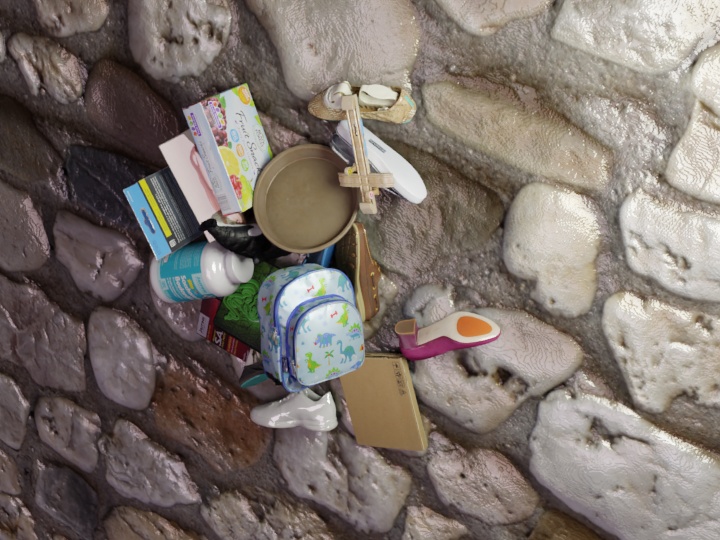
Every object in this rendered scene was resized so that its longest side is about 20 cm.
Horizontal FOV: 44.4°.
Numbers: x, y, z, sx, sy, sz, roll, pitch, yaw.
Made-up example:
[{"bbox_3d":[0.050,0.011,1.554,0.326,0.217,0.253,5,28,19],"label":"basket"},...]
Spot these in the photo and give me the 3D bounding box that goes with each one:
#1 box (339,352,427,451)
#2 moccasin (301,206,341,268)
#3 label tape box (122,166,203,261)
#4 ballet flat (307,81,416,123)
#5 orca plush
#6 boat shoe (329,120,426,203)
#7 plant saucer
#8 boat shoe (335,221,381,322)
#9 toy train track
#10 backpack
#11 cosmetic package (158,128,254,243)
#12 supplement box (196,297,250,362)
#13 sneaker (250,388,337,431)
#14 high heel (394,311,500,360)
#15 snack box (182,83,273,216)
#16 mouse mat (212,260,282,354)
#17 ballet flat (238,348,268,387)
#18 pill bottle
[{"bbox_3d":[0.038,0.255,1.724,0.161,0.021,0.204,-1,112,35],"label":"box"},{"bbox_3d":[-0.085,-0.038,1.631,0.067,0.080,0.202,30,122,11],"label":"moccasin"},{"bbox_3d":[-0.373,-0.113,1.682,0.062,0.200,0.146,-17,104,35],"label":"label tape box"},{"bbox_3d":[-0.003,-0.289,1.477,0.196,0.072,0.066,5,154,20],"label":"ballet flat"},{"bbox_3d":[-0.195,-0.050,1.614,0.105,0.198,0.072,-40,51,23],"label":"orca plush"},{"bbox_3d":[0.026,-0.174,1.514,0.199,0.072,0.068,41,125,8],"label":"boat shoe"},{"bbox_3d":[-0.094,-0.126,1.565,0.195,0.030,0.205,-2,75,9],"label":"plant saucer"},{"bbox_3d":[0.000,0.001,1.613,0.072,0.067,0.204,29,130,49],"label":"boat shoe"},{"bbox_3d":[-0.006,-0.188,1.465,0.113,0.032,0.204,5,115,36],"label":"toy train track"},{"bbox_3d":[-0.082,0.096,1.557,0.146,0.180,0.205,12,113,58],"label":"backpack"},{"bbox_3d":[-0.287,-0.166,1.660,0.086,0.103,0.203,-26,100,7],"label":"cosmetic package"},{"bbox_3d":[-0.234,0.119,1.796,0.197,0.061,0.111,27,123,17],"label":"supplement box"},{"bbox_3d":[-0.138,0.276,1.818,0.196,0.075,0.091,-1,99,23],"label":"sneaker"},{"bbox_3d":[0.163,0.127,1.598,0.196,0.068,0.097,2,142,24],"label":"high heel"},{"bbox_3d":[-0.226,-0.218,1.589,0.052,0.142,0.204,-10,108,32],"label":"snack box"},{"bbox_3d":[-0.198,0.063,1.696,0.198,0.007,0.164,22,88,42],"label":"mouse mat"},{"bbox_3d":[-0.178,0.176,1.711,0.199,0.067,0.070,-25,74,48],"label":"ballet flat"},{"bbox_3d":[-0.307,-0.001,1.723,0.196,0.111,0.113,-8,108,30],"label":"pill bottle"}]
